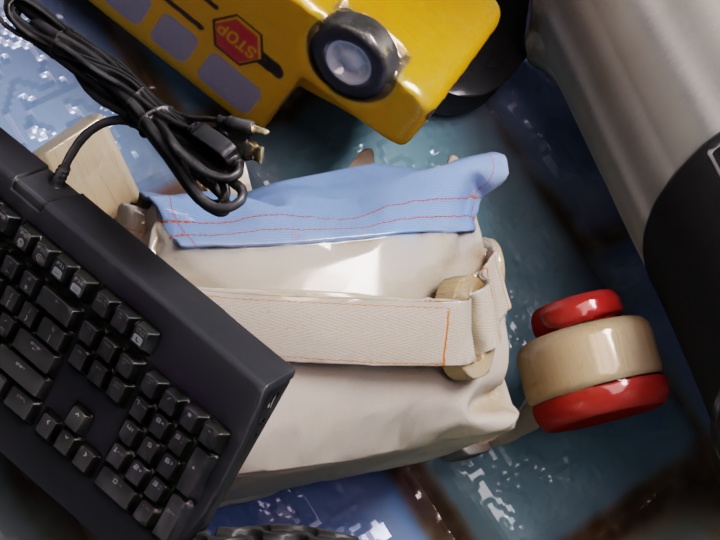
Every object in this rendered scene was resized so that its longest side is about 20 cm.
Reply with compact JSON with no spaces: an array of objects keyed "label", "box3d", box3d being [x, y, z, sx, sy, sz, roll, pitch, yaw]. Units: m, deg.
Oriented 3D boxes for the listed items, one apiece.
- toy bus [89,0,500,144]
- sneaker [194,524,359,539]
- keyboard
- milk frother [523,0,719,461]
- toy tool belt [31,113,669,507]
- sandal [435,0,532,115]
[{"label":"toy bus","box3d":[-0.054,-0.116,0.830,0.200,0.078,0.065,38,49,-3]},{"label":"sneaker","box3d":[-0.043,0.154,0.645,0.070,0.094,0.200,6,37,13]},{"label":"keyboard","box3d":[-0.097,-0.015,0.718,0.200,0.127,0.021,37,17,25]},{"label":"milk frother","box3d":[0.168,-0.012,0.859,0.180,0.200,0.189,-11,51,-11]},{"label":"toy tool belt","box3d":[0.000,0.000,0.781,0.199,0.125,0.123,-9,80,-26]},{"label":"sandal","box3d":[0.070,-0.140,0.915,0.076,0.043,0.201,31,60,-7]}]
